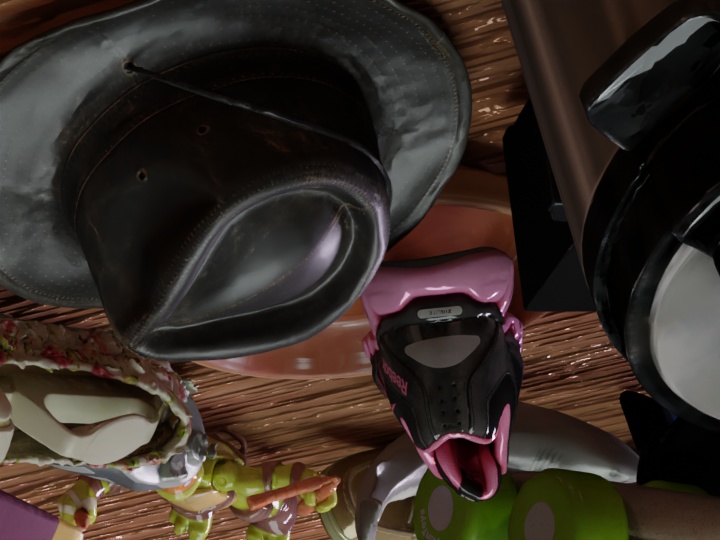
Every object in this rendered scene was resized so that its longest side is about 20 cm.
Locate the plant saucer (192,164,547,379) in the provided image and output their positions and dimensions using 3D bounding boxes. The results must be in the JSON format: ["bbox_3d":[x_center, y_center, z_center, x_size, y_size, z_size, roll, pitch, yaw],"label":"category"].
[{"bbox_3d":[0.000,0.000,0.782,0.198,0.033,0.201,-6,156,-2],"label":"plant saucer"}]

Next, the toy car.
[{"bbox_3d":[0.117,0.199,0.816,0.163,0.203,0.157,10,174,-31],"label":"toy car"}]

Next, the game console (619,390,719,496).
[{"bbox_3d":[0.258,0.097,0.943,0.198,0.117,0.177,22,138,-4],"label":"game console"}]

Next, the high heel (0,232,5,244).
[{"bbox_3d":[-0.229,-0.014,0.624,0.141,0.072,0.199,-14,170,25],"label":"high heel"}]

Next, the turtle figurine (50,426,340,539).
[{"bbox_3d":[-0.101,0.123,0.989,0.197,0.065,0.161,-6,162,8],"label":"turtle figurine"}]

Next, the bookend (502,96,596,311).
[{"bbox_3d":[0.138,-0.025,0.693,0.196,0.093,0.200,-1,157,-12],"label":"bookend"}]

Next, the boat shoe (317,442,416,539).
[{"bbox_3d":[0.060,0.136,1.062,0.199,0.074,0.063,9,145,-39],"label":"boat shoe"}]

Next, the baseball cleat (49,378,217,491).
[{"bbox_3d":[-0.164,0.064,0.855,0.105,0.071,0.200,-6,156,33],"label":"baseball cleat"}]

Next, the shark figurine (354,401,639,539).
[{"bbox_3d":[0.051,0.091,0.934,0.213,0.128,0.090,-15,125,-40],"label":"shark figurine"}]

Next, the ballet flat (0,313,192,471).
[{"bbox_3d":[-0.149,0.056,0.729,0.199,0.064,0.076,1,120,-46],"label":"ballet flat"}]

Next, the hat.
[{"bbox_3d":[-0.047,-0.016,0.621,0.198,0.082,0.202,-10,143,-7],"label":"hat"}]

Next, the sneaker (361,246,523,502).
[{"bbox_3d":[0.041,0.058,0.762,0.078,0.097,0.200,-12,164,5],"label":"sneaker"}]

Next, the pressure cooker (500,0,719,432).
[{"bbox_3d":[0.138,-0.046,0.479,0.174,0.202,0.180,-9,143,-2],"label":"pressure cooker"}]

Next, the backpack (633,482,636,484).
[{"bbox_3d":[0.242,0.189,1.156,0.198,0.136,0.182,-19,153,31],"label":"backpack"}]

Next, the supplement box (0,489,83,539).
[{"bbox_3d":[-0.251,0.118,0.784,0.130,0.104,0.199,14,165,46],"label":"supplement box"}]
